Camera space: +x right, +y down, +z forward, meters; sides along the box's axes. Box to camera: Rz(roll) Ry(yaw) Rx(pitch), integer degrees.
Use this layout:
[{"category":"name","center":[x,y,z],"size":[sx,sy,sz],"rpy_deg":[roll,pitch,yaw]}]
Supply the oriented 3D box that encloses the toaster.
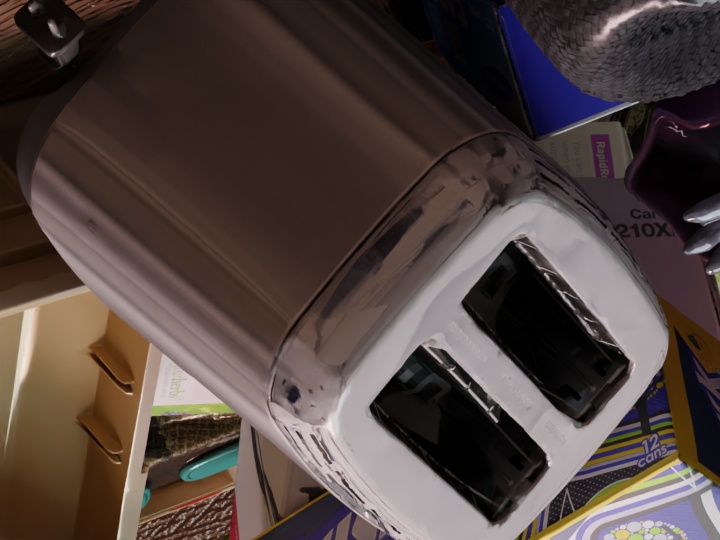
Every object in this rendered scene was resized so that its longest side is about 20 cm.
[{"category":"toaster","center":[-0.001,-0.006,0.764],"size":[0.114,0.129,0.200],"rpy_deg":[-48,147,-4]}]

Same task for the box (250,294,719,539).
[{"category":"box","center":[0.035,0.092,0.878],"size":[0.200,0.070,0.064],"rpy_deg":[-35,129,28]}]

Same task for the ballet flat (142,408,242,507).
[{"category":"ballet flat","center":[-0.085,0.062,1.068],"size":[0.199,0.076,0.068],"rpy_deg":[-31,169,-11]}]

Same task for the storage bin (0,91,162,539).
[{"category":"storage bin","center":[-0.141,0.064,0.878],"size":[0.198,0.094,0.201],"rpy_deg":[-17,135,-35]}]

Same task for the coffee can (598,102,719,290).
[{"category":"coffee can","center":[0.192,-0.044,1.032],"size":[0.146,0.147,0.200],"rpy_deg":[-18,175,-26]}]

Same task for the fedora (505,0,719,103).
[{"category":"fedora","center":[0.085,-0.096,0.672],"size":[0.199,0.092,0.201],"rpy_deg":[-20,175,-2]}]

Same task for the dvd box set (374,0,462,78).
[{"category":"dvd box set","center":[0.060,-0.090,0.998],"size":[0.145,0.030,0.200],"rpy_deg":[-19,175,-11]}]

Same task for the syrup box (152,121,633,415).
[{"category":"syrup box","center":[0.000,0.000,1.024],"size":[0.198,0.082,0.079],"rpy_deg":[-1,156,-9]}]

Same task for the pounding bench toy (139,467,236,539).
[{"category":"pounding bench toy","center":[-0.072,0.079,1.278],"size":[0.155,0.201,0.124],"rpy_deg":[-19,175,-8]}]

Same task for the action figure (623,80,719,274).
[{"category":"action figure","center":[0.132,-0.063,0.860],"size":[0.149,0.134,0.200],"rpy_deg":[-48,-164,19]}]

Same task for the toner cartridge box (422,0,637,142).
[{"category":"toner cartridge box","center":[0.120,-0.103,0.803],"size":[0.199,0.043,0.095],"rpy_deg":[-22,-158,-7]}]

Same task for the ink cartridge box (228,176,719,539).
[{"category":"ink cartridge box","center":[0.035,0.067,0.968],"size":[0.144,0.085,0.201],"rpy_deg":[-2,138,-10]}]

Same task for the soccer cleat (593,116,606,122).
[{"category":"soccer cleat","center":[0.078,-0.039,1.128],"size":[0.198,0.070,0.078],"rpy_deg":[-6,-152,-10]}]
